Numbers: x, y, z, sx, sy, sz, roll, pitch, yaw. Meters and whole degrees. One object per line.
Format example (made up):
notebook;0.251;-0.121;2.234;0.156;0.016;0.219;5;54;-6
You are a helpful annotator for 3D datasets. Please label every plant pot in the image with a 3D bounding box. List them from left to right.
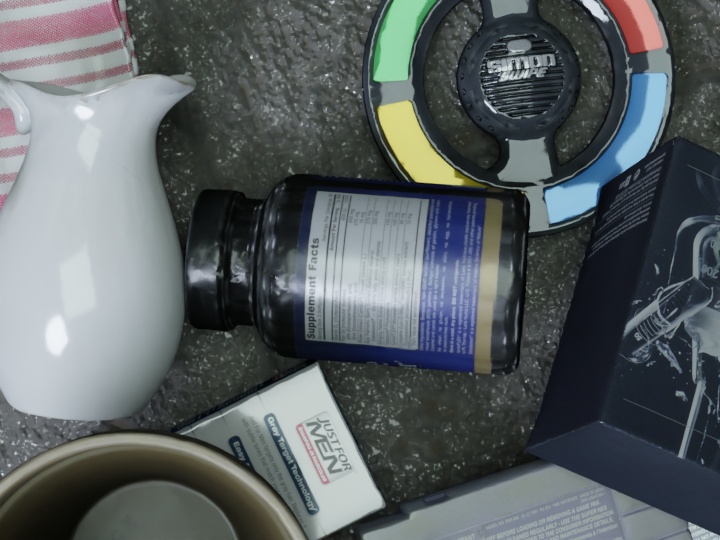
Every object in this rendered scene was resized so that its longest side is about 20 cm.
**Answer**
plant pot;-0.116;0.179;0.888;0.198;0.174;0.202;0;90;-2

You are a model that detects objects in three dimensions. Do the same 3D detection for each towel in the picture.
towel;-0.211;-0.114;1.019;0.145;0.030;0.201;-12;90;-2

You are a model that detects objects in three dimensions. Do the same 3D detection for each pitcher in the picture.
pitcher;-0.186;-0.021;0.968;0.170;0.121;0.201;6;97;13

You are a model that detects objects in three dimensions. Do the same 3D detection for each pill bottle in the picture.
pill bottle;0.000;0.000;0.980;0.199;0.112;0.113;4;89;6

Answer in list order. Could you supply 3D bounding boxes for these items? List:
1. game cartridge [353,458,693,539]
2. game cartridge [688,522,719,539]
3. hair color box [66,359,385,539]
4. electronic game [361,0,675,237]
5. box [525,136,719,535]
game cartridge;0.106;0.183;0.988;0.199;0.038;0.130;-16;86;-10
game cartridge;0.185;0.191;1.032;0.199;0.041;0.134;-22;87;-2
hair color box;-0.094;0.142;1.006;0.199;0.061;0.100;-26;91;-2
electronic game;0.100;-0.121;1.027;0.198;0.042;0.202;0;89;-2
box;0.225;0.053;0.961;0.199;0.104;0.183;23;70;-12
